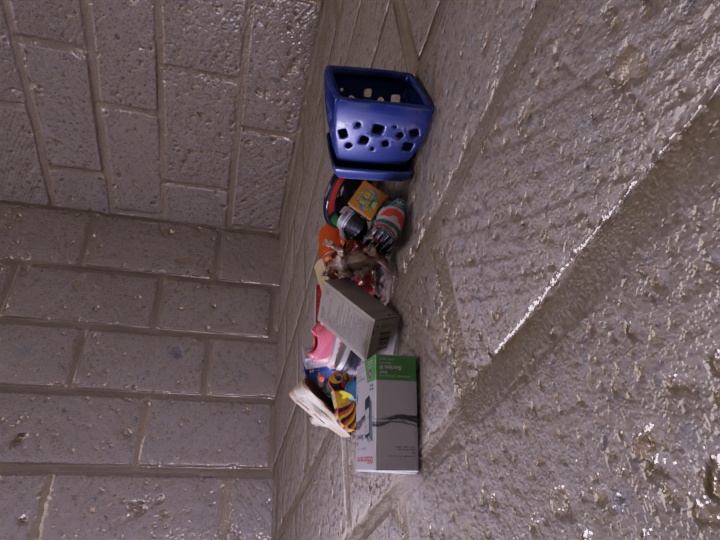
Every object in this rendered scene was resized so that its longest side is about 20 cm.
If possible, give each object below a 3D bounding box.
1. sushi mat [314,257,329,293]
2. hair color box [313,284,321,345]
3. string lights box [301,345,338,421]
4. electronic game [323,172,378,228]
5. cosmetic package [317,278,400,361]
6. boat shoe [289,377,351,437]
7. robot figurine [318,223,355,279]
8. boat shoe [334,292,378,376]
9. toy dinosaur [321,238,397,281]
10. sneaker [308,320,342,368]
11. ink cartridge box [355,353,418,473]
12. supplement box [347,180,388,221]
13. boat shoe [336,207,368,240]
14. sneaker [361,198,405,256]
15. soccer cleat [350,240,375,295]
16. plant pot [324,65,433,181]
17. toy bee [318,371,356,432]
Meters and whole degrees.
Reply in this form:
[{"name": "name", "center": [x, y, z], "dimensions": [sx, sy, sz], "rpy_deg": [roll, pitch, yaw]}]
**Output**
[{"name": "sushi mat", "center": [-0.083, 0.070, 1.469], "dimensions": [0.096, 0.012, 0.202], "rpy_deg": [143, 112, -71]}, {"name": "hair color box", "center": [-0.106, 0.147, 1.620], "dimensions": [0.201, 0.063, 0.112], "rpy_deg": [-93, 9, -53]}, {"name": "string lights box", "center": [-0.094, 0.293, 1.466], "dimensions": [0.059, 0.102, 0.202], "rpy_deg": [-121, 25, -62]}, {"name": "electronic game", "center": [-0.021, -0.194, 1.363], "dimensions": [0.041, 0.199, 0.202], "rpy_deg": [33, 127, 25]}, {"name": "cosmetic package", "center": [-0.008, 0.103, 1.198], "dimensions": [0.200, 0.073, 0.105], "rpy_deg": [36, 122, 48]}, {"name": "boat shoe", "center": [-0.099, 0.357, 1.404], "dimensions": [0.065, 0.200, 0.072], "rpy_deg": [-37, 22, 9]}, {"name": "robot figurine", "center": [-0.059, -0.053, 1.547], "dimensions": [0.143, 0.116, 0.202], "rpy_deg": [-28, 49, 31]}, {"name": "boat shoe", "center": [0.003, 0.148, 1.302], "dimensions": [0.202, 0.060, 0.076], "rpy_deg": [-65, 16, -8]}, {"name": "toy dinosaur", "center": [-0.004, -0.022, 1.239], "dimensions": [0.135, 0.198, 0.087], "rpy_deg": [1, -87, -72]}, {"name": "sneaker", "center": [-0.075, 0.134, 1.356], "dimensions": [0.074, 0.086, 0.202], "rpy_deg": [165, 118, -73]}, {"name": "ink cartridge box", "center": [0.046, 0.268, 1.028], "dimensions": [0.146, 0.083, 0.202], "rpy_deg": [127, 146, -66]}, {"name": "supplement box", "center": [0.016, -0.155, 1.254], "dimensions": [0.067, 0.069, 0.200], "rpy_deg": [-54, 4, 3]}, {"name": "boat shoe", "center": [-0.011, -0.095, 1.291], "dimensions": [0.069, 0.056, 0.200], "rpy_deg": [-53, -8, 1]}, {"name": "sneaker", "center": [0.060, -0.096, 1.209], "dimensions": [0.094, 0.070, 0.200], "rpy_deg": [-61, 2, -13]}, {"name": "soccer cleat", "center": [0.000, 0.000, 1.338], "dimensions": [0.077, 0.066, 0.201], "rpy_deg": [-56, 23, 34]}, {"name": "plant pot", "center": [0.022, -0.300, 1.158], "dimensions": [0.201, 0.198, 0.181], "rpy_deg": [-102, 17, -51]}, {"name": "toy bee", "center": [-0.051, 0.297, 1.375], "dimensions": [0.132, 0.107, 0.201], "rpy_deg": [107, 163, -44]}]
